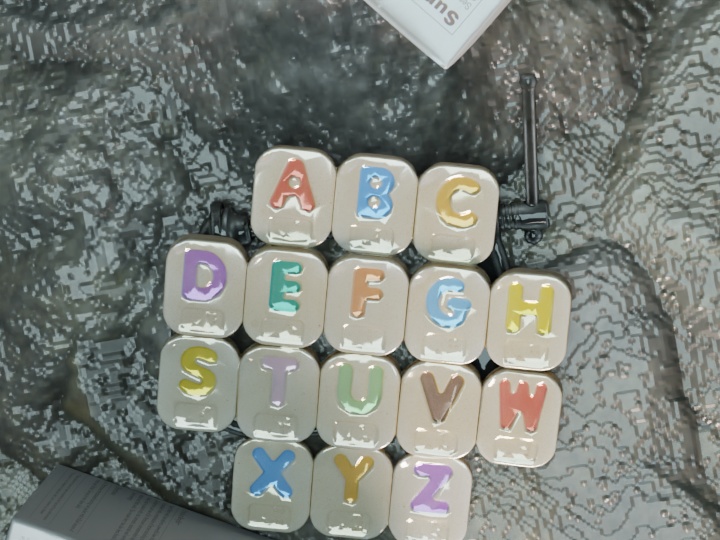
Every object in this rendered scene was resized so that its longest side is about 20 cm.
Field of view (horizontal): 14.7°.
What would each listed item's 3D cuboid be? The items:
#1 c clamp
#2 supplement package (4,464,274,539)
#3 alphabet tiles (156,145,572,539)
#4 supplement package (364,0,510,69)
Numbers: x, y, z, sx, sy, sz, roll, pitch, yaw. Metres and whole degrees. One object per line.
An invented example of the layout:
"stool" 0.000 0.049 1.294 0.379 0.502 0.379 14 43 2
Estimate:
"c clamp" 0.000 0.000 1.374 0.199 0.027 0.171 -8 103 4
"supplement package" -0.083 0.193 1.356 0.200 0.121 0.120 19 100 2
"alphabet tiles" 0.001 0.040 1.362 0.199 0.015 0.196 6 104 2
"supplement package" 0.063 -0.208 1.289 0.117 0.117 0.200 41 99 -2
